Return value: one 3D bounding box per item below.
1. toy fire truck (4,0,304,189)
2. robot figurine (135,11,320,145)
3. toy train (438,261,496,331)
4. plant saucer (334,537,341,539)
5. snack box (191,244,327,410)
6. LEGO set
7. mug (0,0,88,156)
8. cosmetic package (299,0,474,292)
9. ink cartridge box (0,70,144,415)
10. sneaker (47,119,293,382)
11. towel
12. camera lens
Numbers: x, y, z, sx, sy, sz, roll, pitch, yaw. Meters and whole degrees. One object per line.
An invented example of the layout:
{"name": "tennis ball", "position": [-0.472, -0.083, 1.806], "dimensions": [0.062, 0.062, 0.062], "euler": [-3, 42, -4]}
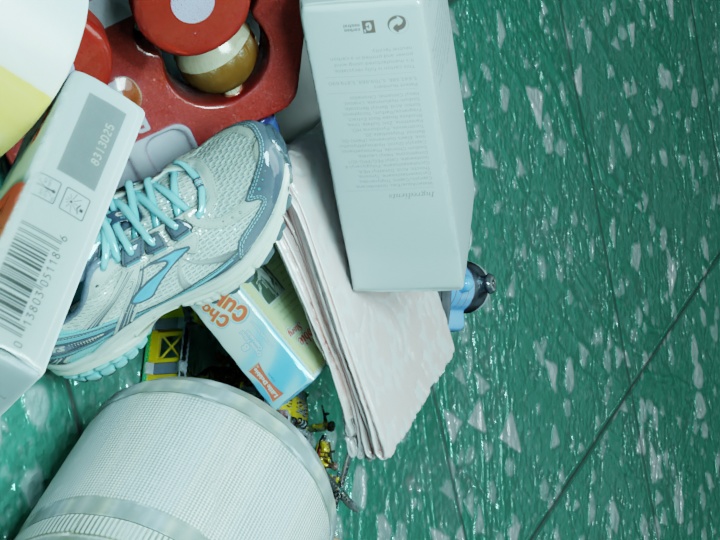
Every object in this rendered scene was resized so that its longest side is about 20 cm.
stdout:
{"name": "toy fire truck", "position": [-0.121, -0.116, 1.084], "dimensions": [0.112, 0.199, 0.169], "euler": [-118, -176, -52]}
{"name": "robot figurine", "position": [-0.096, -0.121, 1.213], "dimensions": [0.200, 0.112, 0.171], "euler": [18, 96, -63]}
{"name": "toy train", "position": [0.026, 0.015, 1.444], "dimensions": [0.200, 0.113, 0.087], "euler": [5, 82, -64]}
{"name": "plant saucer", "position": [-0.061, 0.264, 1.251], "dimensions": [0.200, 0.037, 0.202], "euler": [-24, 122, -47]}
{"name": "snack box", "position": [-0.050, 0.004, 1.230], "dimensions": [0.116, 0.037, 0.200], "euler": [51, 20, -2]}
{"name": "LEGO set", "position": [-0.055, 0.079, 1.258], "dimensions": [0.200, 0.115, 0.155], "euler": [48, 44, -52]}
{"name": "mug", "position": [-0.230, -0.124, 0.903], "dimensions": [0.153, 0.149, 0.188], "euler": [34, 40, -49]}
{"name": "cosmetic package", "position": [0.019, -0.094, 1.120], "dimensions": [0.102, 0.073, 0.201], "euler": [-79, 164, -52]}
{"name": "ink cartridge box", "position": [-0.188, 0.013, 0.959], "dimensions": [0.050, 0.200, 0.163], "euler": [31, 52, -20]}
{"name": "sneaker", "position": [-0.122, -0.012, 1.067], "dimensions": [0.086, 0.200, 0.078], "euler": [25, 29, -51]}
{"name": "towel", "position": [0.000, 0.000, 1.214], "dimensions": [0.200, 0.032, 0.192], "euler": [-49, 122, -68]}
{"name": "camera lens", "position": [-0.112, 0.170, 1.076], "dimensions": [0.200, 0.159, 0.161], "euler": [-61, 139, -49]}
